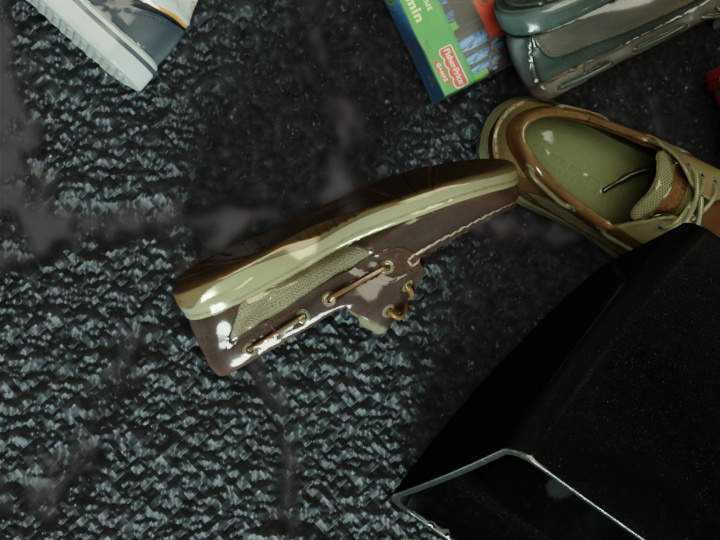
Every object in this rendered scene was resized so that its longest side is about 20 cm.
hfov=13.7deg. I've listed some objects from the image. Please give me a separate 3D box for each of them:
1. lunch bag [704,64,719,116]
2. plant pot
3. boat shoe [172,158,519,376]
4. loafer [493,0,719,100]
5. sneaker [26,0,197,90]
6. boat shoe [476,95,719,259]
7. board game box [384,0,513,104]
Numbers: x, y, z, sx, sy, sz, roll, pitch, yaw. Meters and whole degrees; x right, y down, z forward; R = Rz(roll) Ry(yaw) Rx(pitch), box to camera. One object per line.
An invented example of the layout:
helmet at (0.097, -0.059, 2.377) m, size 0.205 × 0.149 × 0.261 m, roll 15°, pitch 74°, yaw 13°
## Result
lunch bag at (0.300, -0.105, 1.640) m, size 0.175 × 0.200 × 0.083 m, roll -15°, pitch 93°, yaw -19°
plant pot at (0.166, 0.092, 1.618) m, size 0.199 × 0.200 × 0.178 m, roll 34°, pitch 71°, yaw -9°
boat shoe at (0.000, 0.000, 1.640) m, size 0.199 × 0.072 × 0.072 m, roll -23°, pitch 103°, yaw -4°
loafer at (0.172, -0.154, 1.655) m, size 0.199 × 0.072 × 0.063 m, roll -20°, pitch 115°, yaw -5°
sneaker at (-0.171, -0.189, 1.608) m, size 0.200 × 0.078 × 0.080 m, roll 40°, pitch 86°, yaw -19°
boat shoe at (0.160, -0.038, 1.673) m, size 0.199 × 0.074 × 0.076 m, roll 21°, pitch 84°, yaw -10°
board game box at (0.097, -0.206, 1.684) m, size 0.199 × 0.037 × 0.152 m, roll -27°, pitch 93°, yaw -12°
